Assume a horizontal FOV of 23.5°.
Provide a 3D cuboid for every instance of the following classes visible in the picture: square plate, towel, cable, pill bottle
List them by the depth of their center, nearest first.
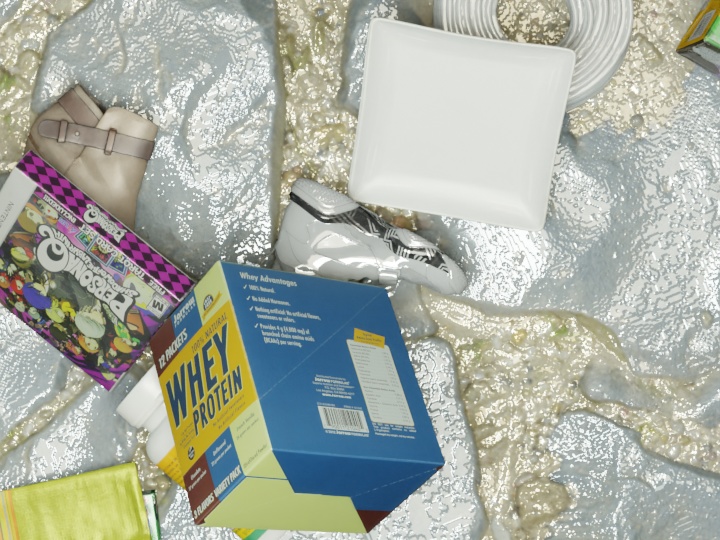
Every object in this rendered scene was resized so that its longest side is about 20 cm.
[{"bbox_3d":[-0.136,0.170,1.685,0.200,0.113,0.113,42,89,-2],"label":"pill bottle"},{"bbox_3d":[0.097,-0.144,1.691,0.200,0.028,0.198,10,119,4],"label":"square plate"},{"bbox_3d":[-0.310,0.250,1.698,0.200,0.018,0.086,-12,92,-3],"label":"towel"},{"bbox_3d":[0.172,-0.251,1.714,0.200,0.069,0.200,14,90,-3],"label":"cable"}]

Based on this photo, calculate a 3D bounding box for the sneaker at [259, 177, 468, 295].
[{"bbox_3d":[0.000,0.000,1.710,0.200,0.075,0.115,29,90,2],"label":"sneaker"}]

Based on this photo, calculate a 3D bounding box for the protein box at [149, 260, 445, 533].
[{"bbox_3d":[-0.061,0.120,1.596,0.198,0.135,0.200,9,48,-37],"label":"protein box"}]

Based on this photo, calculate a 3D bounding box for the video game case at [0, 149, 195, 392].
[{"bbox_3d":[-0.276,0.004,1.658,0.200,0.181,0.036,40,46,-3],"label":"video game case"}]

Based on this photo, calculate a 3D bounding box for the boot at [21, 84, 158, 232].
[{"bbox_3d":[-0.243,-0.083,1.699,0.200,0.070,0.146,33,89,-2],"label":"boot"}]

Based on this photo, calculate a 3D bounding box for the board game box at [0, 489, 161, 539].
[{"bbox_3d":[-0.295,0.299,1.722,0.200,0.029,0.135,-7,92,-2],"label":"board game box"}]

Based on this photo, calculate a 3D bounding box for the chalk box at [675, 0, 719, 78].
[{"bbox_3d":[0.437,-0.222,1.701,0.200,0.124,0.124,30,90,-4],"label":"chalk box"}]
